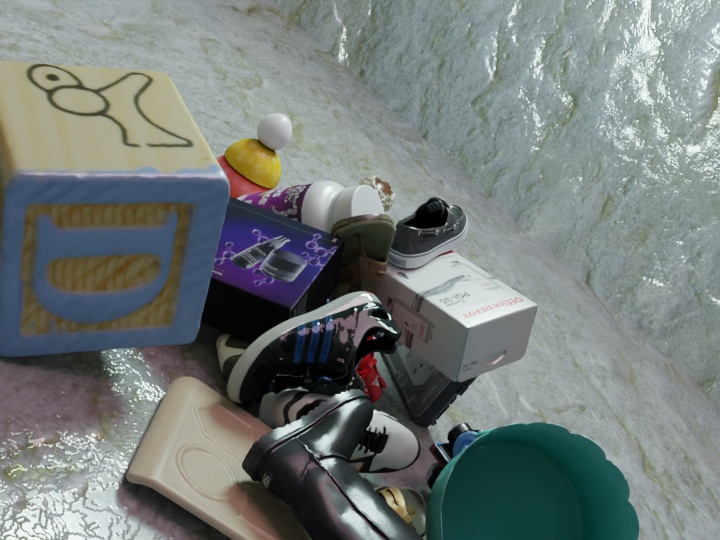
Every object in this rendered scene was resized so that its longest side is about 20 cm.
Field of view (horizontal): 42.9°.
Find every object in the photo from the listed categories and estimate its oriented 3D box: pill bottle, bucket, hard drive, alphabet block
[{"bbox_3d":[-0.072,-0.057,1.197,0.112,0.199,0.113,17,70,-56],"label":"pill bottle"},{"bbox_3d":[0.162,0.254,0.910,0.207,0.207,0.135,40,-13,3],"label":"bucket"},{"bbox_3d":[0.099,0.110,1.314,0.038,0.140,0.200,27,22,-31],"label":"hard drive"},{"bbox_3d":[-0.254,-0.061,0.856,0.194,0.197,0.200,-1,38,-30],"label":"alphabet block"}]

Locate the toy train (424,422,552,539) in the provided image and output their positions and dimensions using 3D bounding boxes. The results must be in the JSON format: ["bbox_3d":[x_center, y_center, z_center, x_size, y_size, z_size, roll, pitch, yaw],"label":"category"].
[{"bbox_3d":[0.149,0.273,1.054,0.087,0.114,0.200,16,29,-52],"label":"toy train"}]

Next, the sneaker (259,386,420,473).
[{"bbox_3d":[-0.012,0.181,0.997,0.199,0.074,0.080,21,-10,-28],"label":"sneaker"}]

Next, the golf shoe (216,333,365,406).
[{"bbox_3d":[-0.077,0.116,1.061,0.199,0.077,0.088,22,19,-42],"label":"golf shoe"}]

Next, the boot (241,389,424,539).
[{"bbox_3d":[0.013,0.212,0.844,0.200,0.066,0.164,39,40,25],"label":"boot"}]

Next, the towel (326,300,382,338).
[{"bbox_3d":[-0.061,0.030,1.289,0.146,0.024,0.200,27,3,-31],"label":"towel"}]

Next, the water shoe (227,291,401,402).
[{"bbox_3d":[-0.043,0.088,0.951,0.199,0.072,0.079,-30,58,-27],"label":"water shoe"}]

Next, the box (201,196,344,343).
[{"bbox_3d":[-0.138,-0.005,1.043,0.199,0.079,0.141,20,39,13],"label":"box"}]

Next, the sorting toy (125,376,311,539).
[{"bbox_3d":[-0.113,0.196,0.867,0.199,0.037,0.185,31,19,-9],"label":"sorting toy"}]

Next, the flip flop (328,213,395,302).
[{"bbox_3d":[0.000,0.000,1.116,0.081,0.200,0.058,-6,54,-15],"label":"flip flop"}]

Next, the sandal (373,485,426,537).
[{"bbox_3d":[0.035,0.257,0.932,0.200,0.054,0.082,13,56,-62],"label":"sandal"}]

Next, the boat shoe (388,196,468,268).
[{"bbox_3d":[0.097,-0.065,1.250,0.070,0.067,0.200,24,29,25],"label":"boat shoe"}]

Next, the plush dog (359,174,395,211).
[{"bbox_3d":[0.010,-0.035,1.555,0.172,0.160,0.201,38,39,-53],"label":"plush dog"}]

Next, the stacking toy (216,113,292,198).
[{"bbox_3d":[-0.158,-0.135,1.302,0.146,0.200,0.146,35,18,-13],"label":"stacking toy"}]

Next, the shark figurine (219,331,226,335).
[{"bbox_3d":[-0.148,0.037,1.118,0.215,0.089,0.128,49,-15,6],"label":"shark figurine"}]

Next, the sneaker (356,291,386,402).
[{"bbox_3d":[0.006,0.101,1.128,0.116,0.078,0.200,50,-20,-1],"label":"sneaker"}]

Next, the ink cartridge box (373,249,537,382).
[{"bbox_3d":[0.110,0.047,1.203,0.146,0.083,0.200,-13,36,-40],"label":"ink cartridge box"}]
